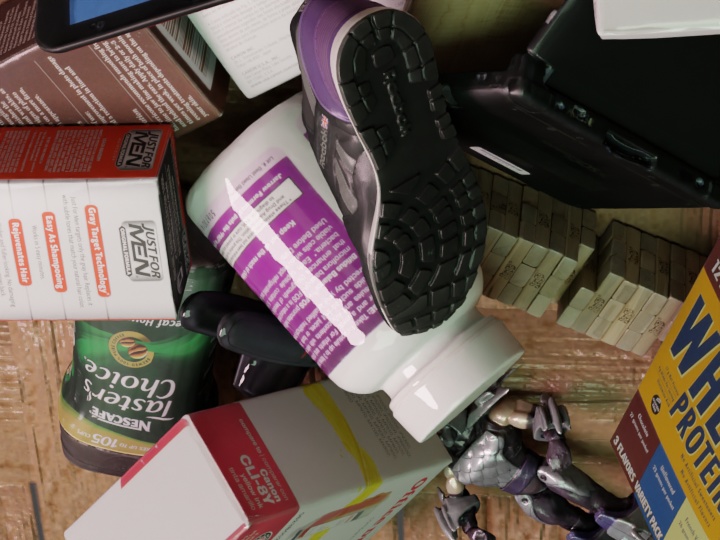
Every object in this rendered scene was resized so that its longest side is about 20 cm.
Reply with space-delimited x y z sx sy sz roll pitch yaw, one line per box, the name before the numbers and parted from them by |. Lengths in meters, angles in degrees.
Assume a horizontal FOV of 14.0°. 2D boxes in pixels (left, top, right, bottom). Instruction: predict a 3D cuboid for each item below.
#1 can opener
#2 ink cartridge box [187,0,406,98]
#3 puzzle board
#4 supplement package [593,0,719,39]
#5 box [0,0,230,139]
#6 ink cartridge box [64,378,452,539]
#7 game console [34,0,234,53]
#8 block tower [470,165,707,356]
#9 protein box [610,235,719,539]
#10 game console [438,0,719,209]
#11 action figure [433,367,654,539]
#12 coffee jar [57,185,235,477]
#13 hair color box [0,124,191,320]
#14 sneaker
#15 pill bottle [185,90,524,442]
can opener | -0.053 0.041 1.788 0.063 0.079 0.200 15 176 17
ink cartridge box | -0.050 -0.213 1.650 0.162 0.050 0.200 -25 109 26
puzzle board | 0.093 -0.142 1.650 0.151 0.017 0.200 -2 148 -18
supplement package | 0.173 -0.220 1.495 0.117 0.117 0.200 -3 93 5
box | -0.183 -0.105 1.729 0.200 0.075 0.100 -25 124 23
ink cartridge box | -0.061 0.142 1.841 0.145 0.200 0.083 -45 69 36
game console | -0.104 -0.234 1.551 0.200 0.119 0.172 -15 114 21
block tower | 0.132 -0.001 1.794 0.200 0.054 0.058 23 129 -12
protein box | 0.290 0.084 1.754 0.198 0.135 0.200 1 135 -25
game console | 0.140 -0.117 1.673 0.176 0.116 0.200 1 163 44
action figure | 0.117 0.139 1.909 0.200 0.069 0.130 30 137 -13
coffee jar | -0.135 0.043 1.841 0.104 0.085 0.200 8 132 0
hair color box | -0.205 -0.027 1.706 0.200 0.061 0.102 0 125 8
sneaker | 0.011 -0.064 1.629 0.076 0.088 0.200 -23 119 -23
pill bottle | 0.000 0.000 1.720 0.200 0.112 0.112 49 125 6
